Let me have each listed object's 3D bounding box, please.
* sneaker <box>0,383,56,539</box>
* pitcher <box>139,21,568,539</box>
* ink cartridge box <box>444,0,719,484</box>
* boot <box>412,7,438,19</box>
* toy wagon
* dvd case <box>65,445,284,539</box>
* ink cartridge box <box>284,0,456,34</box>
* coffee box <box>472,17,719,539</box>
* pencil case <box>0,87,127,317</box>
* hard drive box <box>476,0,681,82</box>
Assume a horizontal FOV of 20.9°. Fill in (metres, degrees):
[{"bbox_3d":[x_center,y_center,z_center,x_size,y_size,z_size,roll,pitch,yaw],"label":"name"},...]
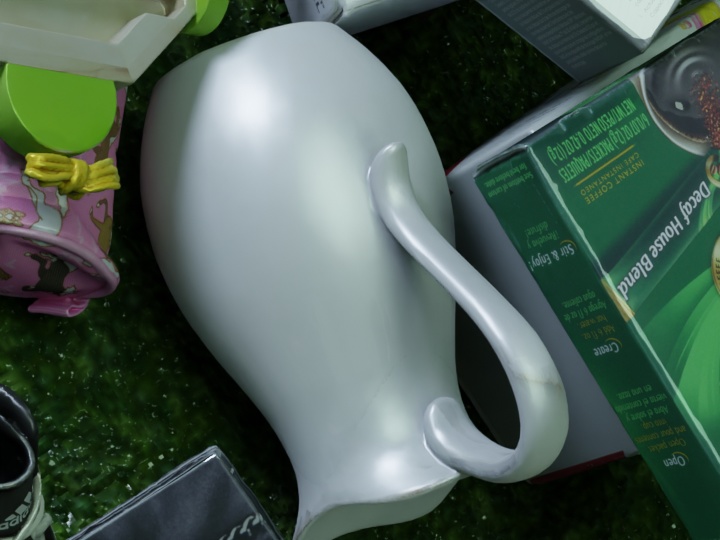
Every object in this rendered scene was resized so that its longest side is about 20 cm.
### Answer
[{"bbox_3d":[-0.130,0.112,0.692,0.201,0.115,0.076,48,58,-8],"label":"sneaker"},{"bbox_3d":[0.000,0.000,0.766,0.121,0.172,0.200,-15,83,-38],"label":"pitcher"},{"bbox_3d":[0.139,-0.027,0.867,0.200,0.145,0.145,-35,93,-33],"label":"ink cartridge box"},{"bbox_3d":[0.016,-0.221,0.910,0.075,0.074,0.200,15,70,-18],"label":"boot"},{"bbox_3d":[-0.119,-0.122,0.710,0.155,0.040,0.200,5,76,-42],"label":"toy wagon"},{"bbox_3d":[-0.092,0.172,0.671,0.200,0.016,0.149,-33,106,3],"label":"dvd case"},{"bbox_3d":[0.048,-0.197,0.839,0.200,0.084,0.145,-20,89,-15],"label":"ink cartridge box"},{"bbox_3d":[0.143,0.016,0.744,0.123,0.044,0.200,-32,92,-31],"label":"coffee box"},{"bbox_3d":[-0.124,-0.085,0.778,0.086,0.083,0.200,17,66,-24],"label":"pencil case"},{"bbox_3d":[0.063,-0.198,0.759,0.200,0.077,0.156,38,79,-8],"label":"hard drive box"}]
